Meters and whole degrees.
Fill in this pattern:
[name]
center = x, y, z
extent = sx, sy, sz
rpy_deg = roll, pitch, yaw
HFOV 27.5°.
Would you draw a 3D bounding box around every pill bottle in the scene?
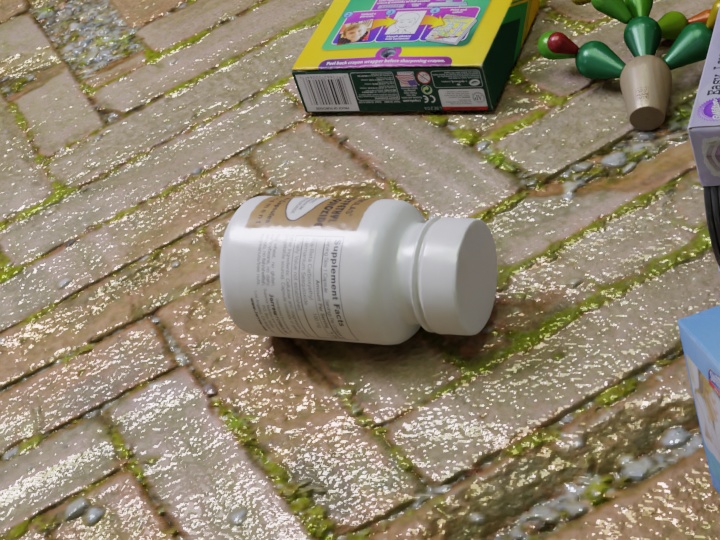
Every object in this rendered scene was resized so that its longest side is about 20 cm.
[pill bottle]
center = 0.000, 0.000, 1.158
extent = 0.199, 0.115, 0.115
rpy_deg = 3, 45, 26

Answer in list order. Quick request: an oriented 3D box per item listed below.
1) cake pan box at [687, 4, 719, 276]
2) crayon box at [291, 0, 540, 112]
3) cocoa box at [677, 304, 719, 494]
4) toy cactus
[cake pan box]
center = 0.292, -0.090, 1.080
extent = 0.052, 0.185, 0.200
rpy_deg = -3, 43, 27
[crayon box]
center = 0.057, -0.228, 1.442
extent = 0.199, 0.058, 0.173
rpy_deg = 3, 43, 26
[cocoa box]
center = 0.287, 0.101, 0.857
extent = 0.131, 0.134, 0.200
rpy_deg = -18, 22, -2
[toy cactus]
center = 0.256, -0.201, 1.309
extent = 0.199, 0.102, 0.166
rpy_deg = -1, 52, 10
